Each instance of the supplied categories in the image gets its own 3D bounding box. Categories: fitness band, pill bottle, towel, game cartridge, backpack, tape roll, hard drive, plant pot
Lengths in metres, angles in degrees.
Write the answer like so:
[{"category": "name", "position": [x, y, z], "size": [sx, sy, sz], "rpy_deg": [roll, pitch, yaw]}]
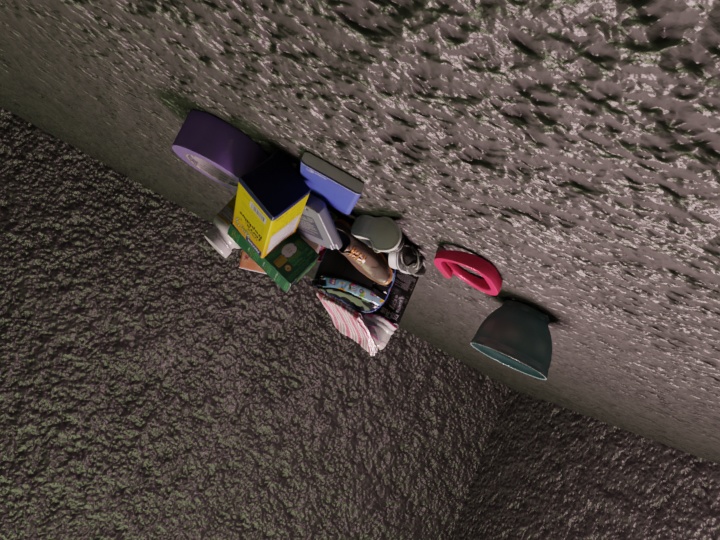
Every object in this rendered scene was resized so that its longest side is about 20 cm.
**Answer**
[{"category": "fitness band", "position": [0.237, 0.001, 1.193], "size": [0.140, 0.039, 0.199], "rpy_deg": [19, 170, 31]}, {"category": "pill bottle", "position": [-0.334, -0.138, 1.510], "size": [0.112, 0.201, 0.113], "rpy_deg": [39, 167, 11]}, {"category": "towel", "position": [-0.040, 0.136, 1.451], "size": [0.197, 0.030, 0.149], "rpy_deg": [27, 151, 47]}, {"category": "game cartridge", "position": [-0.130, -0.127, 1.246], "size": [0.197, 0.041, 0.136], "rpy_deg": [25, 146, 42]}, {"category": "backpack", "position": [0.000, 0.000, 1.392], "size": [0.195, 0.188, 0.134], "rpy_deg": [26, -170, 14]}, {"category": "tape roll", "position": [-0.304, -0.253, 1.188], "size": [0.195, 0.087, 0.200], "rpy_deg": [26, 171, 4]}, {"category": "hard drive", "position": [-0.064, -0.172, 1.117], "size": [0.129, 0.026, 0.200], "rpy_deg": [28, 172, -4]}, {"category": "plant pot", "position": [0.382, 0.158, 1.326], "size": [0.195, 0.138, 0.200], "rpy_deg": [25, 173, 3]}]

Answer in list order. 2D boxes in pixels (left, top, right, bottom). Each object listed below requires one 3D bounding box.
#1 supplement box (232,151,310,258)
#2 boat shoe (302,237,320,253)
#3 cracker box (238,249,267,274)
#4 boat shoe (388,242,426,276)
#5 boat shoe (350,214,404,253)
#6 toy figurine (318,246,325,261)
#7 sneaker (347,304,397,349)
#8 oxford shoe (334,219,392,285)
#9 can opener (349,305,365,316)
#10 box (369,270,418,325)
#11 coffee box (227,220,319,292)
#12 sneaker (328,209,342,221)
[{"category": "supplement box", "position": [-0.194, -0.135, 1.163], "size": [0.110, 0.108, 0.201], "rpy_deg": [47, 152, 6]}, {"category": "boat shoe", "position": [-0.197, -0.068, 1.360], "size": [0.192, 0.071, 0.072], "rpy_deg": [15, 136, -1]}, {"category": "cracker box", "position": [-0.250, -0.021, 1.486], "size": [0.129, 0.060, 0.200], "rpy_deg": [12, 180, -5]}, {"category": "boat shoe", "position": [0.118, -0.031, 1.302], "size": [0.068, 0.075, 0.199], "rpy_deg": [11, 176, 20]}, {"category": "boat shoe", "position": [0.049, -0.077, 1.200], "size": [0.059, 0.077, 0.199], "rpy_deg": [31, -177, -31]}, {"category": "toy figurine", "position": [-0.148, -0.095, 1.494], "size": [0.179, 0.155, 0.199], "rpy_deg": [23, 169, -19]}, {"category": "sneaker", "position": [0.009, 0.160, 1.536], "size": [0.197, 0.091, 0.081], "rpy_deg": [18, 169, 46]}, {"category": "oxford shoe", "position": [-0.008, -0.036, 1.283], "size": [0.199, 0.072, 0.073], "rpy_deg": [42, -159, 10]}, {"category": "can opener", "position": [0.038, 0.036, 1.463], "size": [0.053, 0.204, 0.067], "rpy_deg": [33, 174, -12]}, {"category": "box", "position": [0.048, 0.036, 1.549], "size": [0.195, 0.168, 0.086], "rpy_deg": [27, 171, -14]}, {"category": "coffee box", "position": [-0.203, -0.060, 1.280], "size": [0.199, 0.123, 0.044], "rpy_deg": [43, 140, 3]}, {"category": "sneaker", "position": [-0.108, -0.136, 1.382], "size": [0.105, 0.076, 0.200], "rpy_deg": [36, 173, 13]}]
